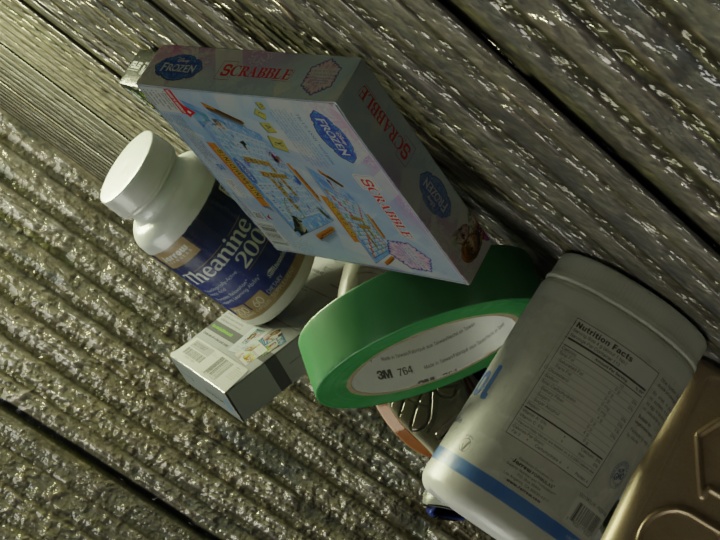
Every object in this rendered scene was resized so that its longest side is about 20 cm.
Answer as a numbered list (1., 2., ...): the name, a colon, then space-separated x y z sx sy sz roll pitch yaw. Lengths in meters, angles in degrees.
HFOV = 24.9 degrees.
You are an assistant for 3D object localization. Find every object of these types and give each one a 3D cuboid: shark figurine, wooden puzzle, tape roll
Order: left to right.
1. shark figurine: 0.008 -0.014 1.434 0.088 0.130 0.214 19 -171 11
2. tape roll: 0.050 0.047 1.290 0.201 0.198 0.049 52 -164 -71
3. wooden puzzle: 0.287 0.189 1.204 0.199 0.187 0.046 30 -172 36

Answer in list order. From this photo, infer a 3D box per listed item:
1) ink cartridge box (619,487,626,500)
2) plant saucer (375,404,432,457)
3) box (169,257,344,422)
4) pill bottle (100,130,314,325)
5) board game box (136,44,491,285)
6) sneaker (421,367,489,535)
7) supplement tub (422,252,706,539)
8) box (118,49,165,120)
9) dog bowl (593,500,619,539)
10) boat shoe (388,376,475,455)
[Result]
1. ink cartridge box: 0.277 0.157 1.306 0.059 0.105 0.200 23 176 -16
2. plant saucer: 0.068 0.098 1.733 0.032 0.202 0.200 -25 133 33
3. box: -0.078 0.056 1.621 0.041 0.199 0.156 58 163 -25
4. pill bottle: -0.148 -0.044 1.573 0.199 0.112 0.111 36 173 -25
5. board game box: -0.032 -0.076 1.159 0.198 0.041 0.200 11 151 41
6. sneaker: 0.093 0.170 1.539 0.080 0.115 0.200 22 -151 -44
7. supplement tub: 0.146 0.105 1.180 0.131 0.201 0.132 32 173 5
8. box: -0.108 -0.122 1.482 0.199 0.048 0.193 37 171 -25
9. dog bowl: 0.181 0.144 1.417 0.058 0.203 0.200 -7 157 19
10. boat shoe: 0.080 0.131 1.419 0.072 0.075 0.201 43 -166 -48
